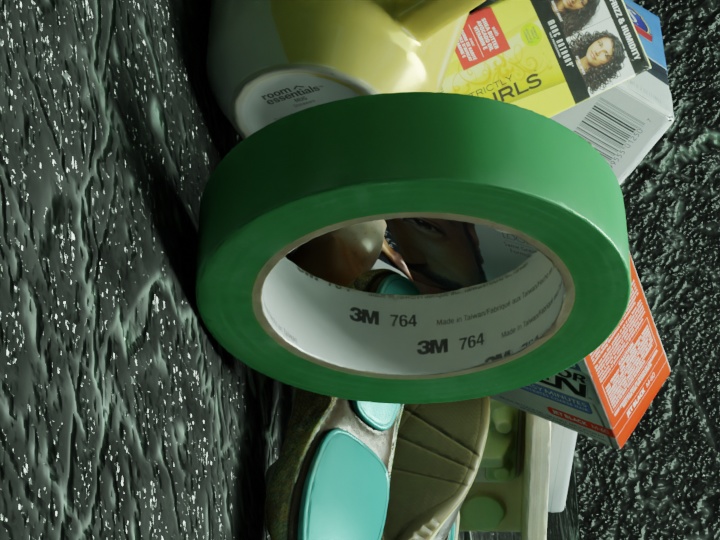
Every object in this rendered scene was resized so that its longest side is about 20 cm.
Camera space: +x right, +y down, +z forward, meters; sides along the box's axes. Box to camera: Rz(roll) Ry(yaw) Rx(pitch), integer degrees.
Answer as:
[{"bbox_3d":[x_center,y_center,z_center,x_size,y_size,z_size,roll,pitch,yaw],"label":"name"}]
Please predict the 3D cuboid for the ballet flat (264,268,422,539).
[{"bbox_3d":[-0.016,0.088,1.039,0.071,0.070,0.201,72,28,-51],"label":"ballet flat"}]

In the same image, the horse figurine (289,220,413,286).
[{"bbox_3d":[0.000,0.000,1.160,0.132,0.050,0.201,38,47,-28],"label":"horse figurine"}]

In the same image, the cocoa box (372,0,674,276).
[{"bbox_3d":[0.086,-0.090,1.287,0.200,0.133,0.131,-53,-163,30],"label":"cocoa box"}]

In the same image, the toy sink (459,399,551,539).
[{"bbox_3d":[0.064,0.094,1.340,0.200,0.111,0.131,-87,176,-58],"label":"toy sink"}]

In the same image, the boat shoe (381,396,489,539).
[{"bbox_3d":[0.012,0.140,1.097,0.066,0.071,0.202,105,7,-67],"label":"boat shoe"}]

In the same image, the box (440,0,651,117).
[{"bbox_3d":[0.059,-0.103,1.133,0.076,0.199,0.050,66,-17,-5],"label":"box"}]

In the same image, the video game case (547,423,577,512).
[{"bbox_3d":[0.136,0.031,1.388,0.183,0.022,0.201,-87,-179,-47],"label":"video game case"}]

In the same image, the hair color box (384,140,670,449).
[{"bbox_3d":[0.087,0.003,1.087,0.064,0.111,0.200,-53,142,-23],"label":"hair color box"}]

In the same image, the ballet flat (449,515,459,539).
[{"bbox_3d":[0.015,0.106,1.250,0.070,0.069,0.201,-79,160,-59],"label":"ballet flat"}]

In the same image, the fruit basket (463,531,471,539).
[{"bbox_3d":[0.077,0.298,1.392,0.186,0.093,0.201,-80,165,-58],"label":"fruit basket"}]

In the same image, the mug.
[{"bbox_3d":[-0.007,-0.144,1.009,0.187,0.149,0.154,115,-11,-55],"label":"mug"}]

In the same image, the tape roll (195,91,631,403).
[{"bbox_3d":[0.024,-0.005,0.941,0.201,0.199,0.048,69,17,-57],"label":"tape roll"}]
